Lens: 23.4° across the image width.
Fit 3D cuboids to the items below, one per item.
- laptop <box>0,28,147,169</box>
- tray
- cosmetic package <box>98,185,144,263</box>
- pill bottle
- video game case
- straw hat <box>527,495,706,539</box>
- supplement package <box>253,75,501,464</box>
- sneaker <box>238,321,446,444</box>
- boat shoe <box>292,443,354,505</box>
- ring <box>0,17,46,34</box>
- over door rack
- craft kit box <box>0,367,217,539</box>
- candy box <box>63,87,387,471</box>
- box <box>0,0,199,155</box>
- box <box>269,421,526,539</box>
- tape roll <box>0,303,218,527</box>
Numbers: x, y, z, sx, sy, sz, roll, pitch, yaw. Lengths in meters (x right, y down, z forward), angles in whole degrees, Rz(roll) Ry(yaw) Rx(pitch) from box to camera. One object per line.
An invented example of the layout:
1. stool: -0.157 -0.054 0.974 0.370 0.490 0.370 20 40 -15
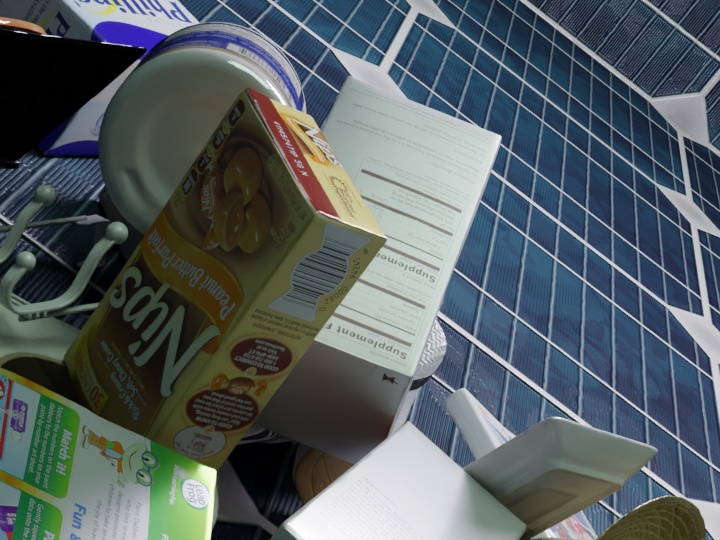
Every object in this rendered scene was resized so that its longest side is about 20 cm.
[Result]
1. laptop: -0.275 -0.127 1.066 0.199 0.117 0.187 29 16 28
2. tray: 0.079 0.151 1.066 0.107 0.199 0.022 18 48 -43
3. cosmetic package: -0.105 -0.021 1.231 0.090 0.107 0.200 20 26 -41
4. pill bottle: -0.093 -0.092 1.094 0.119 0.120 0.200 35 12 -8
5. video game case: 0.147 0.195 1.249 0.182 0.023 0.201 45 12 -43
6. straw hat: 0.116 0.206 1.054 0.085 0.203 0.200 28 10 38
7. supplement package: 0.000 0.000 1.078 0.109 0.114 0.201 21 51 2
8. sneaker: -0.041 0.094 1.145 0.198 0.115 0.075 -16 55 -22
9. boat shoe: 0.023 0.148 1.153 0.200 0.071 0.070 35 18 -37
10. ring: -0.298 -0.139 1.101 0.200 0.199 0.019 -2 88 -61
11. over door rack: -0.182 -0.018 1.075 0.147 0.067 0.199 25 11 36
12. craft kit box: -0.164 0.139 0.817 0.196 0.049 0.201 28 37 -21
13. candy box: -0.079 0.017 0.948 0.055 0.201 0.116 20 26 -38
14. box: -0.229 -0.192 1.381 0.200 0.105 0.184 46 22 18
15. box: -0.005 0.180 0.946 0.097 0.125 0.200 41 20 9
16. tape roll: -0.170 0.096 0.970 0.202 0.037 0.203 34 20 -15
